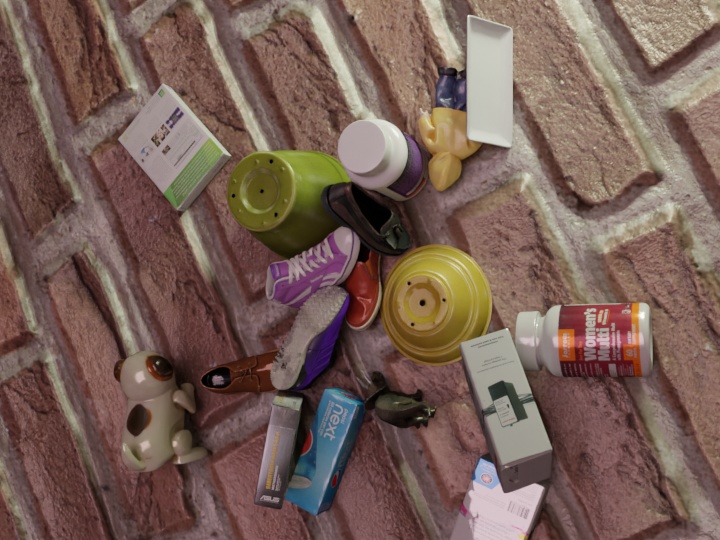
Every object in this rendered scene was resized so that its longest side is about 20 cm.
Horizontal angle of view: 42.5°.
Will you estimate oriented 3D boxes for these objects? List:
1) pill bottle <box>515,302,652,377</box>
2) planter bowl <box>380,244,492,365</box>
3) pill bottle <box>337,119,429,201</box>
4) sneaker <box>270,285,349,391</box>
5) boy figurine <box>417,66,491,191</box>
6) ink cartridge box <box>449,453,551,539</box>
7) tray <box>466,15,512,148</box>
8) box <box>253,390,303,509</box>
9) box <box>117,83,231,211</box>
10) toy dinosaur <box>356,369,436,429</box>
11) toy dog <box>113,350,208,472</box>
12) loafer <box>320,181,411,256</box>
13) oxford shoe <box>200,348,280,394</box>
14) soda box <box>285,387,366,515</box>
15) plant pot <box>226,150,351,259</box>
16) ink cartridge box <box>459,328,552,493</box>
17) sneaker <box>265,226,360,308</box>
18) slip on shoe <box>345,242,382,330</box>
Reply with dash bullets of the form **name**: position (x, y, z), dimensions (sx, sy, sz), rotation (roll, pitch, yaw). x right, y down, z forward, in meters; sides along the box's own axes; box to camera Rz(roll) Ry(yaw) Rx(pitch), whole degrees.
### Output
- **pill bottle**: position (0.342, 0.107, 1.414), dimensions (0.196, 0.109, 0.112), rotation (-3, 85, 20)
- **planter bowl**: position (0.112, 0.055, 1.521), dimensions (0.197, 0.083, 0.205), rotation (-2, 85, 22)
- **pill bottle**: position (0.035, -0.182, 1.506), dimensions (0.109, 0.200, 0.114), rotation (-2, 85, 20)
- **sneaker**: position (-0.070, 0.120, 1.580), dimensions (0.069, 0.099, 0.202), rotation (39, 99, 39)
- **boy figurine**: position (0.155, -0.232, 1.536), dimensions (0.122, 0.064, 0.204), rotation (6, 91, -2)
- **ink cartridge box**: position (0.212, 0.408, 1.463), dimensions (0.114, 0.068, 0.203), rotation (21, 93, 21)
- **tray**: position (0.206, -0.306, 1.512), dimensions (0.022, 0.106, 0.204), rotation (-4, 84, 51)
- **box**: position (-0.133, 0.291, 1.535), dimensions (0.047, 0.200, 0.162), rotation (10, 90, -1)
- **box**: position (-0.353, -0.232, 1.749), dimensions (0.144, 0.036, 0.200), rotation (-46, 71, 12)
- **toy dinosaur**: position (0.061, 0.227, 1.502), dimensions (0.100, 0.200, 0.079), rotation (5, 100, -16)
- **toy dog**: position (-0.377, 0.245, 1.643), dimensions (0.138, 0.193, 0.204), rotation (-6, 90, 32)
- **loafer**: position (0.022, -0.082, 1.506), dimensions (0.062, 0.199, 0.073), rotation (-20, 53, 39)
- **oxford shoe**: position (-0.192, 0.184, 1.636), dimensions (0.197, 0.071, 0.073), rotation (-16, 78, 17)
- **soda box**: position (-0.057, 0.307, 1.577), dimensions (0.067, 0.064, 0.203), rotation (22, 93, 21)
- **plant pot**: position (-0.129, -0.119, 1.569), dimensions (0.197, 0.192, 0.205), rotation (-2, 86, 21)
- **ink cartridge box**: position (0.220, 0.214, 1.400), dimensions (0.082, 0.147, 0.203), rotation (-17, 61, 2)
- **sneaker**: position (-0.087, -0.006, 1.551), dimensions (0.201, 0.113, 0.073), rotation (-50, 46, 32)
- **slip on shoe**: position (0.000, 0.000, 1.573), dimensions (0.073, 0.061, 0.204), rotation (5, 86, 34)
